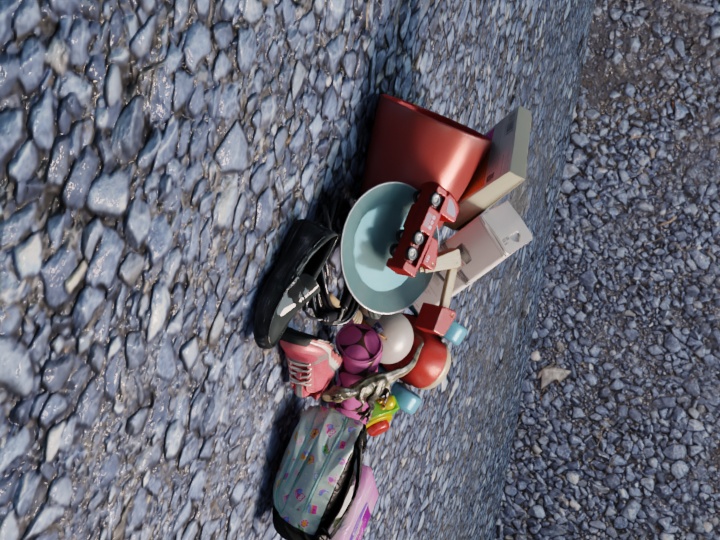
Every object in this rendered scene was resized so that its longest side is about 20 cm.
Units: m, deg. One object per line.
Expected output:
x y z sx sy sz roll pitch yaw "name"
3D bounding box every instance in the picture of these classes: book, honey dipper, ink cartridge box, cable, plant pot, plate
0.204 -0.168 1.761 0.200 0.047 0.136 -37 -145 53 "book"
-0.042 0.048 1.722 0.200 0.037 0.039 51 56 -64 "honey dipper"
0.178 -0.021 1.820 0.199 0.086 0.145 -36 176 31 "ink cartridge box"
-0.029 -0.016 1.628 0.162 0.050 0.204 8 87 -55 "cable"
0.091 -0.167 1.735 0.180 0.198 0.200 -68 163 13 "plant pot"
0.041 -0.035 1.639 0.198 0.025 0.204 -5 98 -38 "plate"

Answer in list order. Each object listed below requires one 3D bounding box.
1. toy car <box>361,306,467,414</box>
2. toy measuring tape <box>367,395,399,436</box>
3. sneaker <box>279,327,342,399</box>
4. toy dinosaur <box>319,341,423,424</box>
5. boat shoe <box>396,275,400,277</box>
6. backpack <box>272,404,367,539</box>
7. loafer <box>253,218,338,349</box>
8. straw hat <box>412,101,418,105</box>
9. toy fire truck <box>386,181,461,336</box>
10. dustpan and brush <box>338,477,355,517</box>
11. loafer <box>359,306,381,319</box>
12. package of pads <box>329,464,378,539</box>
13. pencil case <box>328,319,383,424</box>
0.054 0.120 1.925 0.199 0.177 0.186 34 93 -38 "toy car"
0.004 0.278 1.929 0.200 0.073 0.074 -50 -174 47 "toy measuring tape"
-0.078 0.148 1.625 0.200 0.073 0.088 53 56 -67 "sneaker"
0.025 0.190 1.721 0.198 0.047 0.089 -24 139 -29 "toy dinosaur"
0.062 -0.027 1.767 0.073 0.063 0.201 -39 -176 31 "boat shoe"
-0.066 0.318 1.688 0.167 0.125 0.203 -85 -163 -78 "backpack"
-0.091 0.019 1.495 0.068 0.069 0.203 70 38 -58 "loafer"
0.148 -0.211 1.915 0.201 0.083 0.205 -5 90 -77 "straw hat"
0.112 -0.018 1.650 0.140 0.048 0.203 32 77 -36 "toy fire truck"
-0.062 0.403 1.865 0.140 0.056 0.203 -109 -153 -60 "dustpan and brush"
0.000 0.000 1.772 0.072 0.062 0.202 -63 155 -44 "loafer"
-0.033 0.465 1.985 0.121 0.074 0.202 74 35 -54 "package of pads"
-0.011 0.175 1.793 0.090 0.094 0.202 -21 144 -27 "pencil case"
